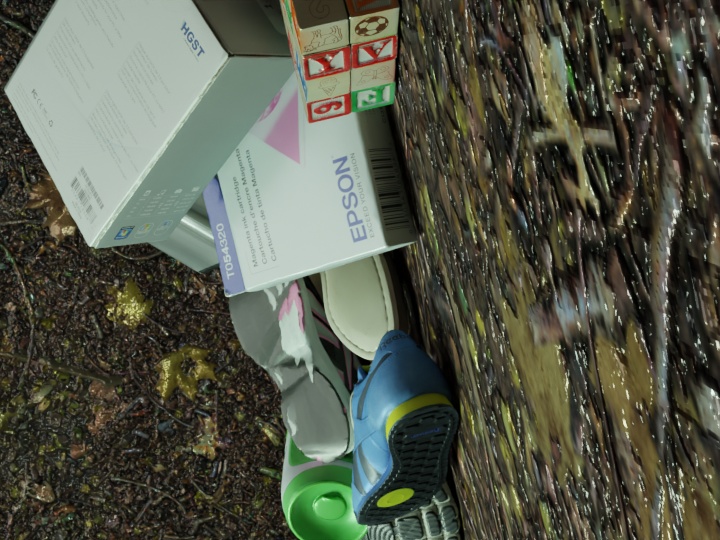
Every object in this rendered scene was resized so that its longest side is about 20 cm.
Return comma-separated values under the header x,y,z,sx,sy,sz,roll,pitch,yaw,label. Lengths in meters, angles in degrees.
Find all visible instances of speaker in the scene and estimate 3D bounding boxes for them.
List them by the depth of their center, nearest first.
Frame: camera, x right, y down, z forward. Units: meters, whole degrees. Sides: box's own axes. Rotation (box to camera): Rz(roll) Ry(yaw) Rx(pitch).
x,y,z,sx,sy,sz,roll,pitch,yaw,label
-0.024,0.154,1.147,0.201,0.087,0.089,-89,-11,-61,speaker

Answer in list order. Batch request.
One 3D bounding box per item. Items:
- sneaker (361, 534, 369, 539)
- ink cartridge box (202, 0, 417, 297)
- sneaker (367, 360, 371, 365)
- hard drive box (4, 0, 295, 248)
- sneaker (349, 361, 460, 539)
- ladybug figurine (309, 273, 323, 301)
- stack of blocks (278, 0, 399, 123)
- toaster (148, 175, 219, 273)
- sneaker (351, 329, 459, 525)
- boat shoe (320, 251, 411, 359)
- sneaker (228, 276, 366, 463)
x,y,z,sx,sy,sz,roll,pitch,yaw,label
0.027,0.224,1.242,0.200,0.083,0.122,-134,30,-79,sneaker
-0.065,-0.091,0.925,0.043,0.199,0.198,-11,-94,-51,ink cartridge box
-0.039,0.097,1.321,0.199,0.060,0.104,26,180,-44,sneaker
-0.152,-0.140,0.916,0.200,0.076,0.157,-46,67,35,hard drive box
0.043,0.158,1.050,0.080,0.077,0.202,-59,-36,-68,sneaker
-0.030,0.015,1.218,0.136,0.072,0.200,40,-178,-19,ladybug figurine
-0.030,-0.210,0.796,0.115,0.058,0.202,89,167,-70,stack of blocks
-0.139,-0.101,1.283,0.182,0.118,0.200,-67,16,-13,toaster
0.024,0.118,0.949,0.201,0.065,0.079,101,151,-52,sneaker
0.000,0.000,1.055,0.059,0.072,0.201,22,-154,-40,boat shoe
-0.043,0.065,1.092,0.086,0.080,0.202,-1,-113,-56,sneaker
